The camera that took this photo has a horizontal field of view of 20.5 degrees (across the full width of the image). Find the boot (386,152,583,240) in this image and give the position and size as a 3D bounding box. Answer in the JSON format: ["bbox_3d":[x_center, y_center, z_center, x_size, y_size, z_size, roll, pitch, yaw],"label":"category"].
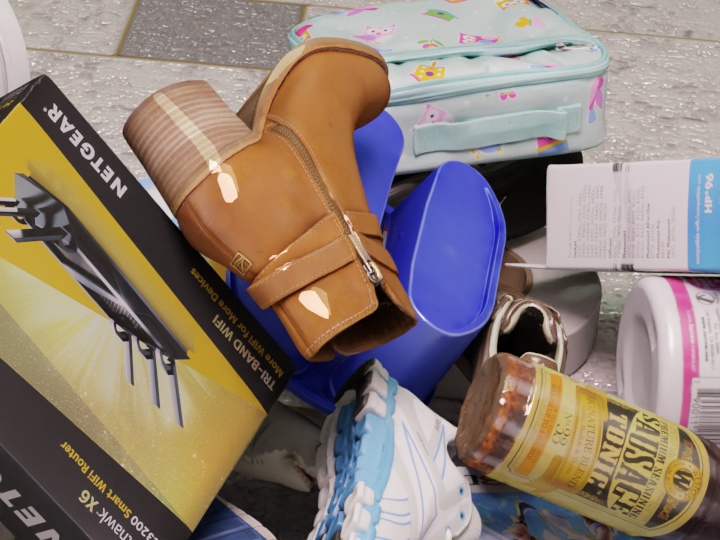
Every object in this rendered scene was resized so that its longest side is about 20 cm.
[{"bbox_3d":[0.032,-0.063,1.345,0.202,0.074,0.153,-20,33,-37],"label":"boot"}]

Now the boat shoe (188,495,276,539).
[{"bbox_3d":[-0.084,0.158,1.002,0.072,0.073,0.200,-12,28,-21],"label":"boat shoe"}]

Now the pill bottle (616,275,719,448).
[{"bbox_3d":[0.260,0.061,1.185,0.198,0.114,0.114,1,29,-7],"label":"pill bottle"}]

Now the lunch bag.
[{"bbox_3d":[0.061,-0.123,1.297,0.198,0.078,0.160,-10,25,-18],"label":"lunch bag"}]

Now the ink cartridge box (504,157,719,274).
[{"bbox_3d":[0.193,-0.032,1.224,0.115,0.069,0.199,1,0,-39],"label":"ink cartridge box"}]

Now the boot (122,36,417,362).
[{"bbox_3d":[-0.013,-0.037,1.019,0.156,0.077,0.199,51,30,14],"label":"boot"}]

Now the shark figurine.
[{"bbox_3d":[-0.107,0.051,1.084,0.213,0.090,0.128,27,-16,-25],"label":"shark figurine"}]

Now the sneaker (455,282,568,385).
[{"bbox_3d":[0.095,0.044,1.145,0.070,0.076,0.200,17,25,-8],"label":"sneaker"}]

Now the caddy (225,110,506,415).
[{"bbox_3d":[0.000,0.000,1.143,0.141,0.105,0.201,31,36,-11],"label":"caddy"}]

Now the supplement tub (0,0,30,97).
[{"bbox_3d":[-0.348,-0.131,1.400,0.199,0.147,0.145,-18,37,-35],"label":"supplement tub"}]

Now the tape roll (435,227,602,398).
[{"bbox_3d":[0.059,0.016,1.313,0.201,0.037,0.203,4,29,-2],"label":"tape roll"}]

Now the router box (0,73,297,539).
[{"bbox_3d":[-0.139,0.034,0.941,0.052,0.200,0.158,-19,29,45],"label":"router box"}]

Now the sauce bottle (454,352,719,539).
[{"bbox_3d":[0.148,0.105,1.030,0.198,0.066,0.066,21,27,-12],"label":"sauce bottle"}]

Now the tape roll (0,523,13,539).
[{"bbox_3d":[-0.203,0.055,1.023,0.037,0.205,0.203,6,29,11],"label":"tape roll"}]

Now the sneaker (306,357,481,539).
[{"bbox_3d":[0.020,0.131,0.989,0.086,0.075,0.201,28,40,-12],"label":"sneaker"}]

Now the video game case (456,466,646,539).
[{"bbox_3d":[0.089,0.175,1.029,0.179,0.046,0.201,-1,30,-7],"label":"video game case"}]

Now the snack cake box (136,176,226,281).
[{"bbox_3d":[-0.130,0.008,1.219,0.199,0.116,0.067,-15,35,-29],"label":"snack cake box"}]
